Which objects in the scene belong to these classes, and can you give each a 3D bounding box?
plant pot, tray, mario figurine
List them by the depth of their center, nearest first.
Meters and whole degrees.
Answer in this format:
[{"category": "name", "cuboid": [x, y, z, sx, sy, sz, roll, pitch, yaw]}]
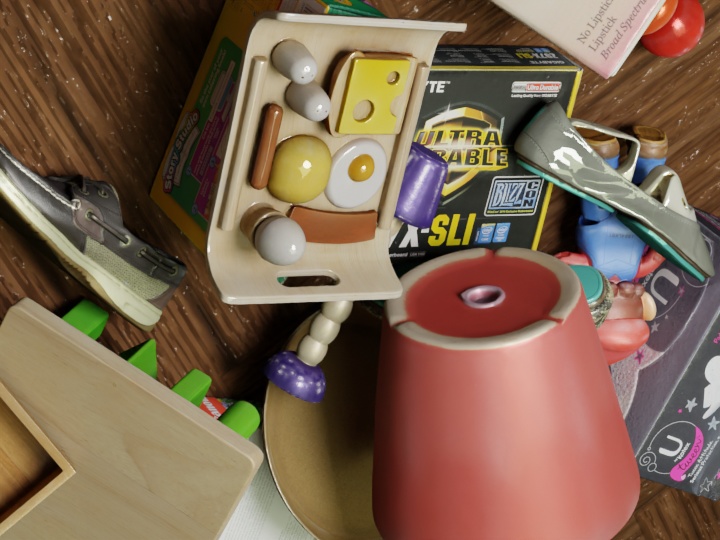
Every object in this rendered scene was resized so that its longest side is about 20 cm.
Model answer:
[{"category": "tray", "cuboid": [-0.291, 0.088, 1.422, 0.099, 0.037, 0.200, -40, 99, -6]}, {"category": "plant pot", "cuboid": [0.097, 0.092, 1.538, 0.200, 0.200, 0.178, -20, 120, -20]}, {"category": "plant pot", "cuboid": [0.003, 0.122, 1.636, 0.199, 0.027, 0.201, 7, 79, -35]}, {"category": "mario figurine", "cuboid": [0.189, -0.019, 1.706, 0.106, 0.123, 0.201, -34, 133, -62]}]

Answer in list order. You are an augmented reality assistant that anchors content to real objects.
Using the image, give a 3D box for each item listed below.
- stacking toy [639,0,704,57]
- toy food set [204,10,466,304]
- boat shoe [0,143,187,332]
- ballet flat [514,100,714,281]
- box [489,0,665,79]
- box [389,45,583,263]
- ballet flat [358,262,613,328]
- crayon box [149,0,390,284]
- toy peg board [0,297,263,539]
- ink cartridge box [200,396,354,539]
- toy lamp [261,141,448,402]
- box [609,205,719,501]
[{"category": "stacking toy", "cuboid": [0.192, -0.214, 1.581, 0.085, 0.085, 0.200, -52, 135, 5]}, {"category": "toy food set", "cuboid": [-0.013, -0.073, 1.389, 0.143, 0.060, 0.201, -2, 118, -32]}, {"category": "boat shoe", "cuboid": [-0.194, -0.035, 1.457, 0.065, 0.073, 0.200, -52, 135, -9]}, {"category": "ballet flat", "cuboid": [0.205, -0.062, 1.601, 0.200, 0.067, 0.064, 31, 94, -24]}, {"category": "box", "cuboid": [0.121, -0.235, 1.433, 0.200, 0.109, 0.128, 34, 100, 2]}, {"category": "box", "cuboid": [0.056, -0.086, 1.590, 0.199, 0.049, 0.160, -2, 120, -31]}, {"category": "ballet flat", "cuboid": [0.094, 0.033, 1.643, 0.199, 0.068, 0.075, 0, 143, 0]}, {"category": "crayon box", "cuboid": [-0.064, -0.107, 1.455, 0.058, 0.119, 0.201, 10, 111, -36]}, {"category": "toy peg board", "cuboid": [-0.179, 0.136, 1.505, 0.200, 0.200, 0.098, -61, 173, 27]}, {"category": "ink cartridge box", "cuboid": [-0.112, 0.154, 1.627, 0.199, 0.050, 0.109, 7, 113, -34]}, {"category": "toy lamp", "cuboid": [0.000, 0.000, 1.539, 0.058, 0.058, 0.200, 18, 108, -38]}, {"category": "box", "cuboid": [0.270, 0.063, 1.756, 0.114, 0.132, 0.201, 21, 105, -35]}]
